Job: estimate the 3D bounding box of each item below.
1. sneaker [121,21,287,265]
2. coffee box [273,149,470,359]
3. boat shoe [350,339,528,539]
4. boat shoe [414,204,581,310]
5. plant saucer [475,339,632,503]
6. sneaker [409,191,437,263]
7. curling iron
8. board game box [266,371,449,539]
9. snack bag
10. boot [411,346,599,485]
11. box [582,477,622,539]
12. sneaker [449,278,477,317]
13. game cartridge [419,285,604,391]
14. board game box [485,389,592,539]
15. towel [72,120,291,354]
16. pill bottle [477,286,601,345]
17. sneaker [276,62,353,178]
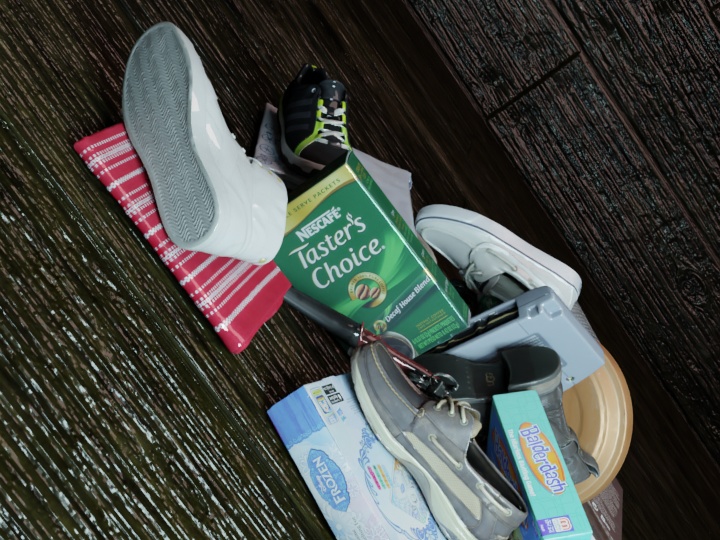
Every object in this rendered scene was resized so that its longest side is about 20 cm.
[{"bbox_3d":[-0.122,-0.096,0.817,0.115,0.073,0.201,22,48,-59],"label":"sneaker"},{"bbox_3d":[0.000,0.000,0.961,0.200,0.123,0.044,53,20,-16],"label":"coffee box"},{"bbox_3d":[0.067,0.136,0.830,0.200,0.073,0.074,56,16,-3],"label":"boat shoe"},{"bbox_3d":[0.144,-0.002,1.115,0.199,0.072,0.066,30,60,-2],"label":"boat shoe"},{"bbox_3d":[0.191,0.155,1.079,0.032,0.200,0.201,8,50,-52],"label":"plant saucer"},{"bbox_3d":[0.026,-0.030,1.217,0.088,0.077,0.201,3,51,-31],"label":"sneaker"},{"bbox_3d":[0.004,0.060,0.900,0.200,0.026,0.050,33,-13,3],"label":"curling iron"},{"bbox_3d":[0.025,0.179,0.835,0.200,0.043,0.200,59,17,11],"label":"board game box"},{"bbox_3d":[-0.024,-0.111,1.121,0.199,0.021,0.189,24,25,-12],"label":"snack bag"},{"bbox_3d":[0.126,0.163,0.991,0.069,0.199,0.175,-78,156,-51],"label":"boot"},{"bbox_3d":[0.242,0.279,1.164,0.075,0.100,0.200,58,18,0],"label":"box"},{"bbox_3d":[0.092,0.054,1.126,0.076,0.091,0.200,24,7,5],"label":"sneaker"},{"bbox_3d":[0.136,0.098,1.023,0.133,0.199,0.041,46,28,-34],"label":"game cartridge"},{"bbox_3d":[0.151,0.231,0.912,0.152,0.045,0.201,-104,-170,-46],"label":"board game box"},{"bbox_3d":[-0.136,-0.034,0.812,0.200,0.022,0.145,53,19,-7],"label":"towel"},{"bbox_3d":[0.219,0.097,1.163,0.113,0.113,0.201,34,27,-52],"label":"pill bottle"},{"bbox_3d":[-0.046,-0.162,1.070,0.071,0.083,0.200,11,30,-27],"label":"sneaker"}]
